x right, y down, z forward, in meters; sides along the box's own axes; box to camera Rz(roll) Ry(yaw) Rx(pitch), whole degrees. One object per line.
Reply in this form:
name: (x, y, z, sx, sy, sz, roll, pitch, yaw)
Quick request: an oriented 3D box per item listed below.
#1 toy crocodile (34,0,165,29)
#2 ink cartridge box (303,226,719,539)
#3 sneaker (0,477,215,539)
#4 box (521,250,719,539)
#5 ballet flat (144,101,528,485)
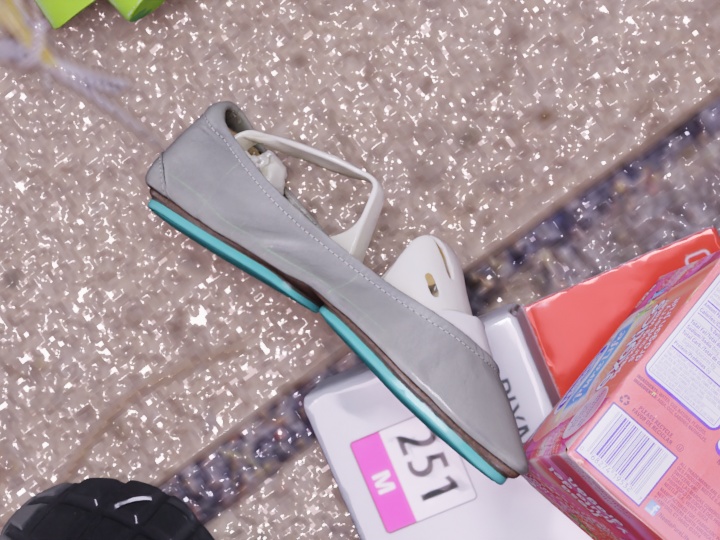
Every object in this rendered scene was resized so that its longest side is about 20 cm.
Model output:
toy crocodile: (-0.068, -0.160, 0.905, 0.068, 0.062, 0.200, 45, 125, 3)
ink cartridge box: (0.096, 0.106, 0.952, 0.173, 0.044, 0.201, -23, 92, 11)
sneaker: (-0.060, 0.150, 0.962, 0.199, 0.075, 0.079, 23, 141, 23)
box: (0.167, 0.096, 0.893, 0.200, 0.095, 0.103, 40, 79, -3)
ballet flat: (0.000, 0.000, 0.917, 0.200, 0.067, 0.064, 38, 87, 26)
